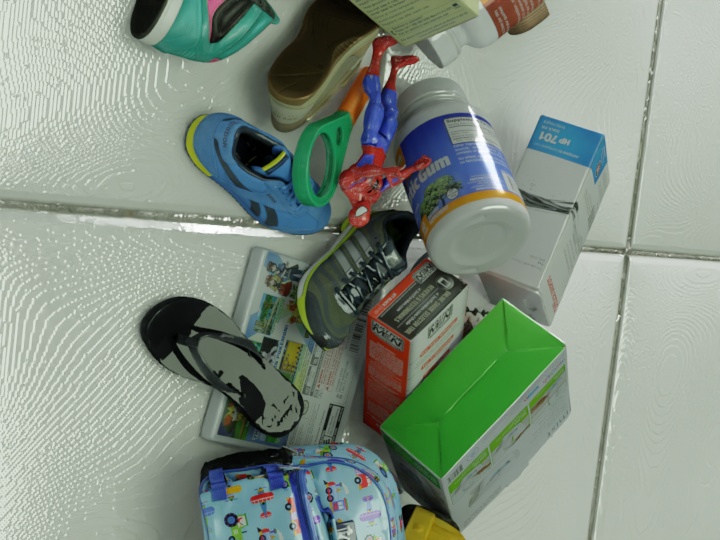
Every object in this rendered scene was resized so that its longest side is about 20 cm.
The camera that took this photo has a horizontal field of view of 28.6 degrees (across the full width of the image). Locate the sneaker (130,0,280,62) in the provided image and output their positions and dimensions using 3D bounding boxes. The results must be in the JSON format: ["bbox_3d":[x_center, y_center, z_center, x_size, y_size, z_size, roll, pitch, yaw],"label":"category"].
[{"bbox_3d":[-0.120,-0.279,1.316,0.120,0.083,0.201,28,86,-38],"label":"sneaker"}]

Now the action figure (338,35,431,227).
[{"bbox_3d":[0.036,-0.137,1.427,0.065,0.099,0.201,32,67,-48],"label":"action figure"}]

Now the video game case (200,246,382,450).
[{"bbox_3d":[-0.069,0.094,1.481,0.182,0.022,0.201,19,85,-44],"label":"video game case"}]

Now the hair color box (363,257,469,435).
[{"bbox_3d":[0.057,0.092,1.515,0.101,0.061,0.201,-42,153,-31],"label":"hair color box"}]

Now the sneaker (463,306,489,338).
[{"bbox_3d":[0.128,0.089,1.636,0.199,0.066,0.091,13,86,-46],"label":"sneaker"}]

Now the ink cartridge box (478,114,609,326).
[{"bbox_3d":[0.216,-0.056,1.644,0.201,0.085,0.147,-64,161,-12],"label":"ink cartridge box"}]

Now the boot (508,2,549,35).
[{"bbox_3d":[0.201,-0.386,1.624,0.200,0.077,0.156,-40,119,-23],"label":"boot"}]

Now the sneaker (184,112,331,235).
[{"bbox_3d":[-0.084,-0.088,1.394,0.200,0.078,0.066,37,70,-43],"label":"sneaker"}]

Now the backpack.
[{"bbox_3d":[-0.051,0.260,1.379,0.199,0.135,0.184,-7,88,-7],"label":"backpack"}]

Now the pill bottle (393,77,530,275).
[{"bbox_3d":[0.097,-0.104,1.482,0.111,0.201,0.112,-12,143,-9],"label":"pill bottle"}]

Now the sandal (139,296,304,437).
[{"bbox_3d":[-0.127,0.091,1.385,0.200,0.043,0.076,38,76,-27],"label":"sandal"}]

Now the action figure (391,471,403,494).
[{"bbox_3d":[-0.046,0.297,1.509,0.133,0.149,0.201,27,97,-3],"label":"action figure"}]

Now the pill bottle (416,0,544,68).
[{"bbox_3d":[0.138,-0.311,1.506,0.200,0.112,0.112,-40,126,-2],"label":"pill bottle"}]

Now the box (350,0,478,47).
[{"bbox_3d":[0.026,-0.354,1.393,0.200,0.096,0.177,33,51,-43],"label":"box"}]

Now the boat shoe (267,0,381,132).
[{"bbox_3d":[-0.033,-0.218,1.432,0.200,0.072,0.065,-56,167,-35],"label":"boat shoe"}]

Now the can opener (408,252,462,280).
[{"bbox_3d":[0.114,-0.043,1.610,0.200,0.066,0.053,-50,130,-36],"label":"can opener"}]

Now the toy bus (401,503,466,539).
[{"bbox_3d":[0.108,0.356,1.539,0.200,0.191,0.136,96,14,-69],"label":"toy bus"}]

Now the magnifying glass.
[{"bbox_3d":[-0.024,-0.141,1.433,0.200,0.022,0.080,-61,148,-42],"label":"magnifying glass"}]

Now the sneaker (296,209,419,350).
[{"bbox_3d":[0.000,0.000,1.457,0.074,0.081,0.201,50,46,-25],"label":"sneaker"}]

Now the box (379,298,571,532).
[{"bbox_3d":[0.132,0.164,1.538,0.200,0.097,0.177,-45,153,-14],"label":"box"}]
